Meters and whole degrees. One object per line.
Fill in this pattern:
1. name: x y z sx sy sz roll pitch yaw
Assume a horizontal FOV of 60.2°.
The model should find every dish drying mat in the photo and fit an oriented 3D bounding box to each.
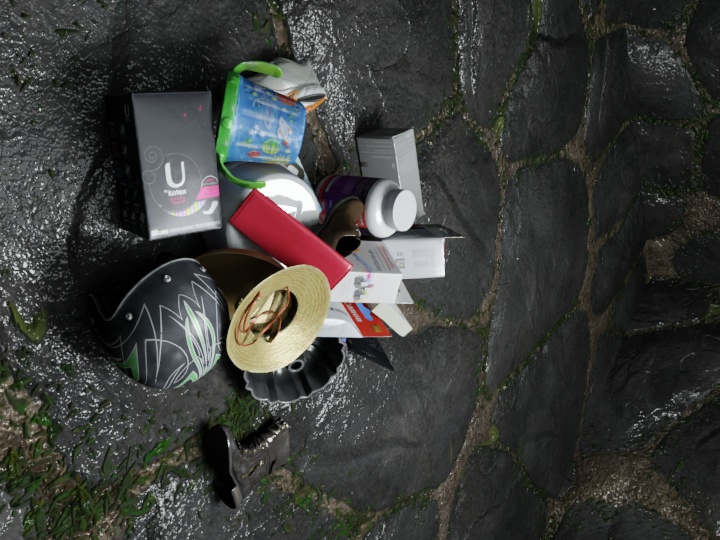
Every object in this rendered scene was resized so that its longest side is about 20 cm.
1. dish drying mat: -0.109 -0.043 0.982 0.199 0.077 0.018 38 28 -16

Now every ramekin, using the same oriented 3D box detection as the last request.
1. ramekin: -0.166 -0.088 1.061 0.198 0.097 0.203 -16 119 -32

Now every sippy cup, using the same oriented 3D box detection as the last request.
1. sippy cup: -0.156 -0.226 0.969 0.128 0.140 0.180 10 113 -16

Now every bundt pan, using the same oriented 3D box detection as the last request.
1. bundt pan: -0.132 0.155 1.171 0.199 0.076 0.204 -15 132 -18

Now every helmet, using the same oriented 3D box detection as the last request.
1. helmet: -0.285 0.074 0.912 0.199 0.189 0.203 -18 115 -45

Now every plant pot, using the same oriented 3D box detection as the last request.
1. plant pot: -0.197 0.023 1.032 0.200 0.198 0.028 50 33 -44

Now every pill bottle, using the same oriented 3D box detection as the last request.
1. pill bottle: 0.008 -0.127 1.226 0.112 0.198 0.114 -15 110 -48

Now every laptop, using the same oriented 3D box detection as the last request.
1. laptop: 0.021 0.096 1.374 0.103 0.201 0.177 -41 141 13

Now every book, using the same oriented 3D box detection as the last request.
1. book: 0.025 0.031 1.269 0.048 0.201 0.134 -39 138 6

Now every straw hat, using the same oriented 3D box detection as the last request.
1. straw hat: -0.147 0.057 0.974 0.200 0.085 0.203 -30 136 -34

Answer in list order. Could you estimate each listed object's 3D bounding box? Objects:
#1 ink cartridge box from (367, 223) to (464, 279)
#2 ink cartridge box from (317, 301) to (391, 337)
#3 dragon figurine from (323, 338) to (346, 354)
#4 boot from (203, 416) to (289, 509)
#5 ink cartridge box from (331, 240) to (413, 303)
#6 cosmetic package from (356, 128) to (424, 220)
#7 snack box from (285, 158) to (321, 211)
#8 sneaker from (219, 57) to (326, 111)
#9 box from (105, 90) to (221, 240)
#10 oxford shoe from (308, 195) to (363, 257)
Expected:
1. ink cartridge box: 0.113 -0.045 1.325 0.173 0.200 0.085 -3 103 -7
2. ink cartridge box: -0.047 0.056 1.146 0.198 0.163 0.051 2 124 -34
3. dragon figurine: -0.065 0.065 1.263 0.058 0.098 0.203 0 99 -51
4. boot: -0.206 0.335 1.190 0.174 0.069 0.203 -34 132 -45
5. ink cartridge box: 0.000 0.000 1.133 0.197 0.116 0.069 3 123 -21
6. cosmetic package: 0.067 -0.203 1.357 0.090 0.106 0.203 -32 121 -44
7. snack box: -0.151 -0.158 1.149 0.116 0.037 0.201 -49 133 -30
8. sneaker: -0.159 -0.326 1.087 0.198 0.076 0.093 -13 77 -37
9. box: -0.287 -0.158 0.915 0.121 0.105 0.203 -16 111 -39
10. oxford shoe: -0.031 -0.063 1.084 0.201 0.083 0.073 -56 160 -46
